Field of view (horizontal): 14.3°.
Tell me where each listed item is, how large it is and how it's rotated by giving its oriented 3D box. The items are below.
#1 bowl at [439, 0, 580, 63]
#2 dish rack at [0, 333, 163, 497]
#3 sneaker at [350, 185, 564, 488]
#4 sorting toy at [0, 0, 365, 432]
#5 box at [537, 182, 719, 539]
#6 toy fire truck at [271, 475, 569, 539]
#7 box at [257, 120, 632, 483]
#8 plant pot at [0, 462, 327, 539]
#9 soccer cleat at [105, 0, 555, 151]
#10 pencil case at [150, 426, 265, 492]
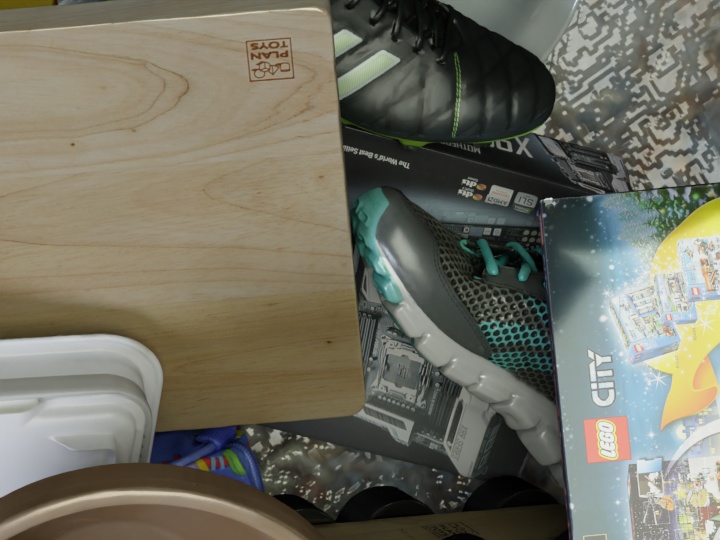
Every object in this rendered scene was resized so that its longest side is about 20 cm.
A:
[{"bbox_3d":[-0.002,-0.161,1.251,0.201,0.090,0.201,-2,122,-2],"label":"bowl"},{"bbox_3d":[-0.169,0.114,1.187,0.172,0.044,0.200,-3,133,-17],"label":"dish rack"},{"bbox_3d":[0.077,0.017,1.220,0.091,0.078,0.200,-42,123,11],"label":"sneaker"},{"bbox_3d":[-0.105,-0.031,1.172,0.200,0.070,0.199,-5,125,1],"label":"sorting toy"},{"bbox_3d":[0.148,0.064,1.156,0.136,0.038,0.200,-5,86,2],"label":"box"},{"bbox_3d":[0.036,0.205,1.236,0.176,0.129,0.200,-2,104,-29],"label":"toy fire truck"},{"bbox_3d":[0.000,0.000,1.269,0.200,0.050,0.158,15,118,-12],"label":"box"},{"bbox_3d":[-0.094,0.154,1.138,0.201,0.093,0.201,-4,115,-8],"label":"plant pot"},{"bbox_3d":[-0.008,-0.107,1.190,0.200,0.068,0.081,16,132,-9],"label":"soccer cleat"},{"bbox_3d":[-0.050,0.161,1.288,0.087,0.078,0.200,-22,99,20],"label":"pencil case"}]
